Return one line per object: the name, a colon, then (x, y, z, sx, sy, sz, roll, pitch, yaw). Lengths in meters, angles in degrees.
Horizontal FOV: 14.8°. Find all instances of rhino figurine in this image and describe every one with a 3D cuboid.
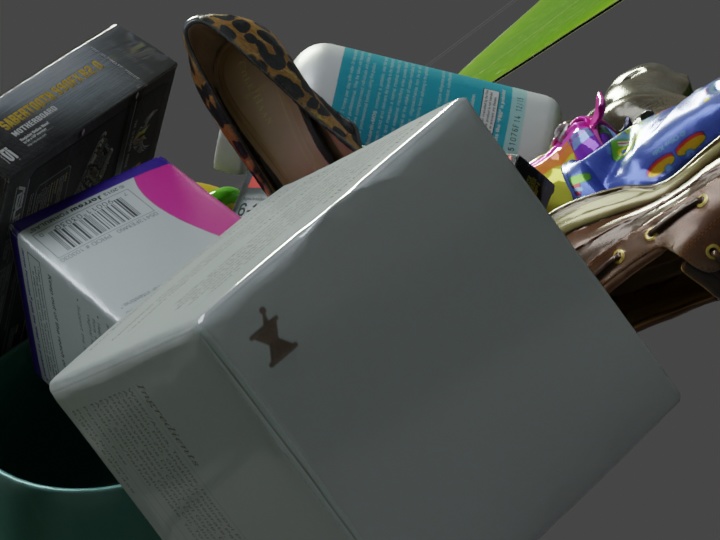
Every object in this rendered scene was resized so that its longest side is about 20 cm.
rhino figurine: (0.165, -0.077, 1.667, 0.087, 0.060, 0.200, -37, 9, 14)

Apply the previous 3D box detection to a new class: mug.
mug: (-0.120, 0.119, 1.509, 0.184, 0.115, 0.152, 20, 44, 31)

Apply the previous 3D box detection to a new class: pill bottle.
pill bottle: (0.015, -0.072, 1.671, 0.111, 0.198, 0.112, -166, 90, -88)

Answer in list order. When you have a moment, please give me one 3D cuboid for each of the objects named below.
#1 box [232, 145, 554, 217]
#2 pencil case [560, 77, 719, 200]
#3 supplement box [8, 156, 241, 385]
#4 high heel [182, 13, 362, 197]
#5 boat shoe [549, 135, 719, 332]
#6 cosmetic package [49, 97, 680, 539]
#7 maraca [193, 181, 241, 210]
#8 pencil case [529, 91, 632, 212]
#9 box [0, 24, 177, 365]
box: (0.000, 0.000, 1.523, 0.199, 0.040, 0.138, 5, 66, 43)
pencil case: (0.196, -0.071, 1.420, 0.199, 0.078, 0.087, -35, -6, 18)
supplement box: (-0.083, 0.040, 1.426, 0.101, 0.104, 0.200, -26, 39, -26)
high heel: (-0.030, -0.046, 1.443, 0.071, 0.142, 0.201, -39, 44, 14)
boat shoe: (0.171, -0.015, 1.290, 0.199, 0.072, 0.068, -24, 45, 26)
cosmetic package: (-0.004, 0.054, 1.231, 0.167, 0.167, 0.200, -40, 8, -25)
maraca: (-0.129, 0.022, 1.730, 0.137, 0.107, 0.200, -33, -19, -42)
pencil case: (0.079, -0.010, 1.549, 0.199, 0.089, 0.088, -36, 7, 18)
box: (-0.182, -0.019, 1.542, 0.158, 0.048, 0.201, -42, -24, -47)
